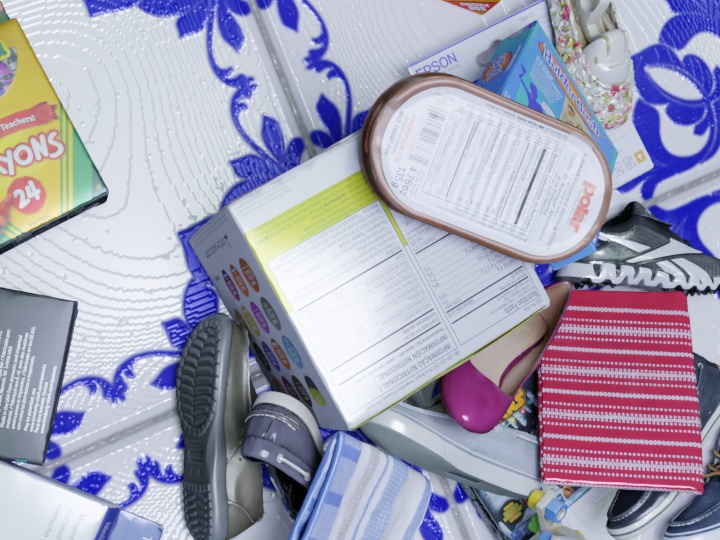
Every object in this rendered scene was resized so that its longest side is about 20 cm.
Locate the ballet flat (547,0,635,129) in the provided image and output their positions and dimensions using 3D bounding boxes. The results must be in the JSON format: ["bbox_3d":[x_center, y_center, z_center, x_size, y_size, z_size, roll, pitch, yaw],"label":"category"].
[{"bbox_3d":[0.219,-0.234,1.028,0.075,0.064,0.201,-19,91,-20],"label":"ballet flat"}]

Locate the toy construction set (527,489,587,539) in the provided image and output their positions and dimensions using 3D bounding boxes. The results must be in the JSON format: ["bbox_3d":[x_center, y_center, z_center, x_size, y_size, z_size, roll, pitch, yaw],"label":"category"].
[{"bbox_3d":[0.192,0.290,0.986,0.200,0.092,0.132,35,81,-36],"label":"toy construction set"}]

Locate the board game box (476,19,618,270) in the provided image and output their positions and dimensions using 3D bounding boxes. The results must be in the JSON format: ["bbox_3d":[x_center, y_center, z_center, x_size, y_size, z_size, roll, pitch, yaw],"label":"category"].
[{"bbox_3d":[0.159,-0.114,0.933,0.153,0.045,0.200,54,31,-15],"label":"board game box"}]

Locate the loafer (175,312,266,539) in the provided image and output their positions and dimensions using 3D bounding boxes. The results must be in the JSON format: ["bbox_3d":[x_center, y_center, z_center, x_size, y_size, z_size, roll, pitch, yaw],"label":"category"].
[{"bbox_3d":[-0.116,0.137,0.947,0.069,0.075,0.202,0,94,-38],"label":"loafer"}]

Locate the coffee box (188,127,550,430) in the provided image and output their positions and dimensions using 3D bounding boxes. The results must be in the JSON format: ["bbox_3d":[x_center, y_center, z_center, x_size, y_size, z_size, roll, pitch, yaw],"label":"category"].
[{"bbox_3d":[0.000,0.000,0.916,0.199,0.200,0.199,-30,93,-17],"label":"coffee box"}]

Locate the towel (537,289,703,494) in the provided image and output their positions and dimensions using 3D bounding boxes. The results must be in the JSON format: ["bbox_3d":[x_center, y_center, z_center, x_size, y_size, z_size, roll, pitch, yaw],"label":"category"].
[{"bbox_3d":[0.233,0.104,0.987,0.143,0.023,0.201,2,59,6],"label":"towel"}]

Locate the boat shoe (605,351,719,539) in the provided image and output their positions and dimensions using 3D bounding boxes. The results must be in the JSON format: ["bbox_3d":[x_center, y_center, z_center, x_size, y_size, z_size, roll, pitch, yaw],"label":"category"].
[{"bbox_3d":[0.279,0.160,1.008,0.062,0.075,0.200,41,72,-9],"label":"boat shoe"}]

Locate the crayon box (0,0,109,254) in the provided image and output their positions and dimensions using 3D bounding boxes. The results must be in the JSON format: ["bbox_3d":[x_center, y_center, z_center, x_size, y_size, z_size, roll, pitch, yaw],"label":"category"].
[{"bbox_3d":[-0.316,-0.123,0.917,0.126,0.051,0.201,-29,93,-16],"label":"crayon box"}]

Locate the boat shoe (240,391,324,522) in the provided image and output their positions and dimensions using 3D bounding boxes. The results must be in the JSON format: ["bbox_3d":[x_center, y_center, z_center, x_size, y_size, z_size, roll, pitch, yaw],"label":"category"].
[{"bbox_3d":[-0.051,0.189,0.913,0.063,0.072,0.201,-64,144,-40],"label":"boat shoe"}]

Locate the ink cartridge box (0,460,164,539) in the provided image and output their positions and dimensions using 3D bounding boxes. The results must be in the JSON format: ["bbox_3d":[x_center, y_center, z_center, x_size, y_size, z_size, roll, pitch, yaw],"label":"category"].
[{"bbox_3d":[-0.290,0.268,0.895,0.199,0.043,0.198,24,79,-11],"label":"ink cartridge box"}]

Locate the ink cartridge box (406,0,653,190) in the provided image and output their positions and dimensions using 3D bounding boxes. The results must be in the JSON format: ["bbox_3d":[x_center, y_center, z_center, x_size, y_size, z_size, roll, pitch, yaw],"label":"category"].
[{"bbox_3d":[0.163,-0.145,1.056,0.197,0.043,0.201,-28,94,-18],"label":"ink cartridge box"}]

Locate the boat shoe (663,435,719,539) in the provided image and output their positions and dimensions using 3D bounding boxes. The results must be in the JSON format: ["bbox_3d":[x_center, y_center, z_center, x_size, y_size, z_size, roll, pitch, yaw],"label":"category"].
[{"bbox_3d":[0.369,0.202,1.073,0.199,0.071,0.091,-22,90,-23],"label":"boat shoe"}]

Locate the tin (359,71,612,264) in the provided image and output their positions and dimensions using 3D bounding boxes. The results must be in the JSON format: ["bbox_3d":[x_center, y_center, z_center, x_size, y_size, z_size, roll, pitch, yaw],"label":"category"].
[{"bbox_3d":[0.096,-0.074,0.814,0.199,0.042,0.113,20,101,-14],"label":"tin"}]

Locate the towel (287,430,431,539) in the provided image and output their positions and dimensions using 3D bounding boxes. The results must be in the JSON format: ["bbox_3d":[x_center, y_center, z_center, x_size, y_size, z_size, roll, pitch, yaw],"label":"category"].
[{"bbox_3d":[-0.001,0.226,0.920,0.024,0.200,0.148,16,76,30],"label":"towel"}]

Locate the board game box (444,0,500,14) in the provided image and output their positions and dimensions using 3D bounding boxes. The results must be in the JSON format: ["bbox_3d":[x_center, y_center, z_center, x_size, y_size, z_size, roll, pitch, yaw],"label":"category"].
[{"bbox_3d":[0.080,-0.384,0.973,0.199,0.200,0.201,16,81,-13],"label":"board game box"}]

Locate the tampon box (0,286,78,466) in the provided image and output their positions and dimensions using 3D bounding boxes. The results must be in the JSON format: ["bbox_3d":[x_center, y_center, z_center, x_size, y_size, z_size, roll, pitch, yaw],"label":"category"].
[{"bbox_3d":[-0.332,0.068,0.843,0.199,0.150,0.127,13,82,-14],"label":"tampon box"}]

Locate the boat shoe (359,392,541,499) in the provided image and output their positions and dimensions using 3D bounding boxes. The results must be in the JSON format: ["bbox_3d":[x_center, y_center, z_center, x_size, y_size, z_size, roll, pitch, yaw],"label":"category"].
[{"bbox_3d":[0.084,0.141,0.945,0.200,0.070,0.072,28,68,-31],"label":"boat shoe"}]

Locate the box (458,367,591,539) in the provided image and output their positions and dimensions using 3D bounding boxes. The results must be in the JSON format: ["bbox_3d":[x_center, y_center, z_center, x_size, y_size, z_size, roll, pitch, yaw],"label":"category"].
[{"bbox_3d":[0.178,0.151,1.036,0.199,0.040,0.137,-35,94,-16],"label":"box"}]

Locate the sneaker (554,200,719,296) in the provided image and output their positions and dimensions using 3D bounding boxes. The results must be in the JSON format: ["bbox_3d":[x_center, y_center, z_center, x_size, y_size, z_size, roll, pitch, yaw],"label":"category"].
[{"bbox_3d":[0.289,-0.022,1.068,0.198,0.066,0.091,4,86,-13],"label":"sneaker"}]

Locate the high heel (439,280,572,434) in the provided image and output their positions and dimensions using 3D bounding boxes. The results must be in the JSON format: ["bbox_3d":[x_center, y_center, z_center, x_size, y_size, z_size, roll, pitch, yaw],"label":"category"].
[{"bbox_3d":[0.127,0.066,0.923,0.067,0.200,0.096,41,116,-1],"label":"high heel"}]
